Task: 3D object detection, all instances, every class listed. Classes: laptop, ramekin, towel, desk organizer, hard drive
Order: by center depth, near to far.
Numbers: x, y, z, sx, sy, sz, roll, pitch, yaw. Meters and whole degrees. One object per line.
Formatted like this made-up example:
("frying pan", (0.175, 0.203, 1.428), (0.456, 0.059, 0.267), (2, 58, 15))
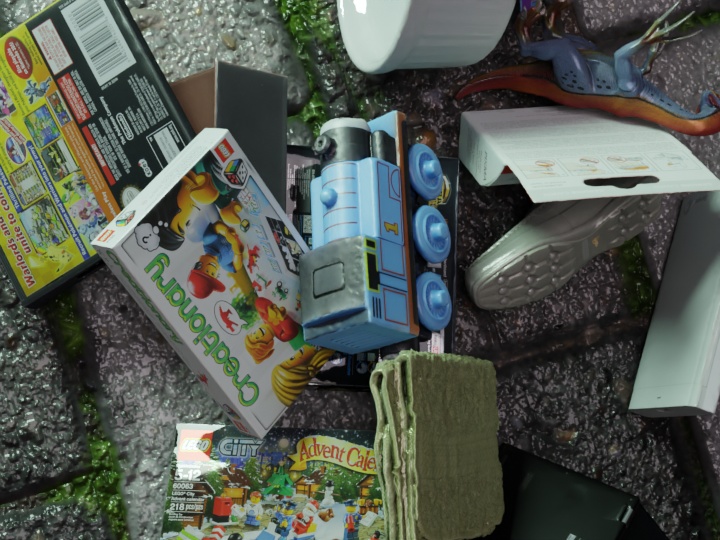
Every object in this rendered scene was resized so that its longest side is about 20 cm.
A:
("towel", (0.060, 0.133, 0.968), (0.036, 0.200, 0.149), (-5, 85, 26))
("desk organizer", (-0.109, -0.057, 1.034), (0.071, 0.077, 0.201), (7, 80, -41))
("laptop", (0.163, 0.276, 1.048), (0.199, 0.116, 0.187), (20, 54, 29))
("ramekin", (0.055, -0.259, 1.049), (0.097, 0.200, 0.202), (1, 82, -20))
("hard drive", (0.286, 0.024, 1.089), (0.026, 0.132, 0.201), (19, 79, -9))

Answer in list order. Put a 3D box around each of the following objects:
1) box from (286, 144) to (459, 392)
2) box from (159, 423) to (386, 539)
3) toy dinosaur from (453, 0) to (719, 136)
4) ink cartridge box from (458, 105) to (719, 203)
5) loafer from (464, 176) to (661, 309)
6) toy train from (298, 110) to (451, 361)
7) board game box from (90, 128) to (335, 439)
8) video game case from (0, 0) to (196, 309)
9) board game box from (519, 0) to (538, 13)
("box", (0.000, 0.000, 1.076), (0.158, 0.046, 0.201), (3, 82, -11))
("box", (-0.052, 0.191, 0.995), (0.199, 0.038, 0.137), (1, 62, 5))
("toy dinosaur", (0.216, -0.158, 1.097), (0.182, 0.105, 0.200), (51, 121, 13))
("ink cartridge box", (0.182, -0.083, 1.051), (0.159, 0.200, 0.047), (-4, 118, -11))
("loafer", (0.168, -0.033, 1.110), (0.199, 0.070, 0.070), (-28, 47, -18))
("toy train", (0.010, -0.028, 0.986), (0.114, 0.086, 0.201), (19, 63, -48))
("board game box", (-0.094, 0.012, 0.957), (0.126, 0.035, 0.200), (-49, 123, -24))
("video game case", (-0.227, -0.101, 1.002), (0.180, 0.025, 0.201), (-31, 79, 8))
("board game box", (0.181, -0.298, 1.074), (0.039, 0.200, 0.159), (22, 74, 16))
